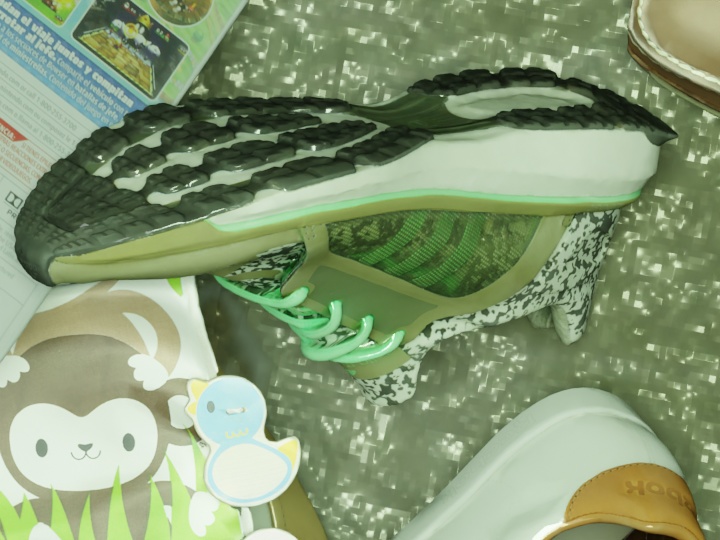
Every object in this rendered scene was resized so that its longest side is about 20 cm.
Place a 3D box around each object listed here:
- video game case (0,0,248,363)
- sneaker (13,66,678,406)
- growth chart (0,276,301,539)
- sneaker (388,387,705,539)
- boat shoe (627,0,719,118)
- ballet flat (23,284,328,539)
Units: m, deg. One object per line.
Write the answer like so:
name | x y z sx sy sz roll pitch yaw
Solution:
video game case | -0.108 -0.084 0.809 0.143 0.018 0.200 38 68 -14
sneaker | 0.000 0.000 0.819 0.200 0.077 0.089 -8 111 -31
growth chart | -0.091 0.059 0.834 0.145 0.018 0.200 -24 87 6
sneaker | 0.017 0.124 0.844 0.073 0.085 0.200 36 99 -28
boat shoe | 0.174 -0.061 0.824 0.200 0.074 0.076 11 94 8
ballet flat | -0.069 0.044 0.873 0.069 0.063 0.200 -30 88 10
